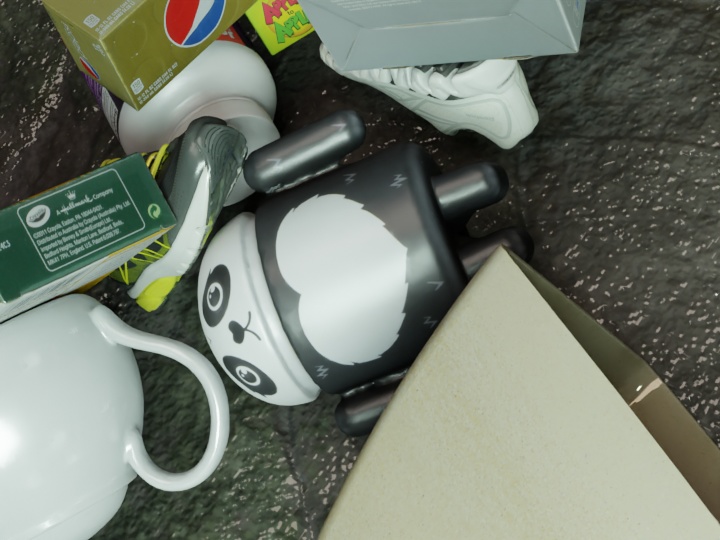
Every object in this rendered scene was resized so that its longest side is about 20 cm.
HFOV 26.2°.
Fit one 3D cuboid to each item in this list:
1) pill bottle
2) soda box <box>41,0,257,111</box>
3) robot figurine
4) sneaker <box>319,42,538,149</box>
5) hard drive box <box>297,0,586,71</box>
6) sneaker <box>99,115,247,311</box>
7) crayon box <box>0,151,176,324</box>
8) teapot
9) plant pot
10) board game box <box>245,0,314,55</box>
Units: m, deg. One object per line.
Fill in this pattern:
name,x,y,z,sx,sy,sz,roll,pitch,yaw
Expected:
pill bottle,-0.129,-0.137,1.056,0.112,0.113,0.201,-35,54,2
soda box,-0.100,-0.199,0.977,0.064,0.068,0.200,33,71,33
robot figurine,0.000,0.001,0.908,0.198,0.125,0.152,-22,50,11
sneaker,0.041,-0.128,1.000,0.075,0.081,0.200,-45,34,-9
hard drive box,0.062,-0.226,0.922,0.154,0.077,0.202,0,60,26
sneaker,-0.133,-0.038,0.950,0.084,0.200,0.075,29,57,-7
crayon box,-0.211,0.006,0.920,0.199,0.125,0.052,-31,88,50
teapot,-0.201,0.114,0.925,0.196,0.200,0.147,-29,89,-31
plant pot,0.097,0.144,0.751,0.177,0.200,0.200,-43,53,10
board game box,-0.049,-0.243,1.091,0.101,0.048,0.201,-29,40,7
